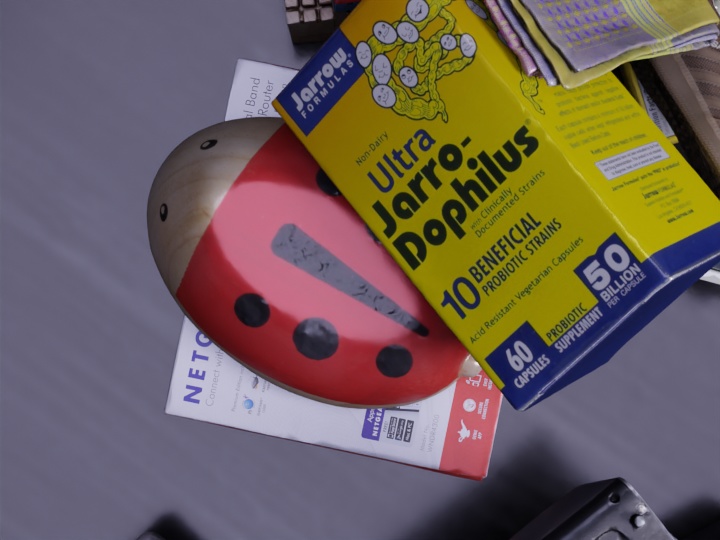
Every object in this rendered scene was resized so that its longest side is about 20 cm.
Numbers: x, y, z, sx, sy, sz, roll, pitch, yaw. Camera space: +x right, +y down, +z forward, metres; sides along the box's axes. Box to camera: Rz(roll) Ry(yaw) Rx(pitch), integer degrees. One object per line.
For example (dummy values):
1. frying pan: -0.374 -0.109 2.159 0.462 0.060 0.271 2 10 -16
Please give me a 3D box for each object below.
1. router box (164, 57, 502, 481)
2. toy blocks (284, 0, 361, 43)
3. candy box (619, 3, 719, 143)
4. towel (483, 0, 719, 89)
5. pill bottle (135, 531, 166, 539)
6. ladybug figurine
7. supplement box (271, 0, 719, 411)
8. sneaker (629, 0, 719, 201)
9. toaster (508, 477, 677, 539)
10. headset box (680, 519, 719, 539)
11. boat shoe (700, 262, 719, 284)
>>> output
1. router box: 0.000 0.000 1.069 0.179 0.049 0.200 11 89 0
2. toy blocks: -0.021 -0.207 1.029 0.100 0.137 0.200 -6 88 0
3. candy box: 0.180 -0.176 1.085 0.102 0.026 0.200 -16 89 2
4. towel: 0.094 -0.184 0.957 0.144 0.023 0.200 -18 77 -41
5. pill bottle: -0.077 0.243 1.035 0.200 0.106 0.106 44 89 0
6. ladybug figurine: -0.020 -0.004 1.008 0.200 0.072 0.136 29 89 0
7. supplement box: 0.073 -0.050 0.958 0.200 0.109 0.109 51 121 11
8. sneaker: 0.202 -0.080 1.006 0.075 0.070 0.200 -23 63 0
9. toaster: 0.103 0.226 0.935 0.200 0.119 0.181 -38 88 -5
10. headset box: 0.176 0.247 1.044 0.174 0.093 0.200 -26 88 -1
11. boat shoe: 0.212 -0.022 1.062 0.200 0.075 0.062 11 100 9
